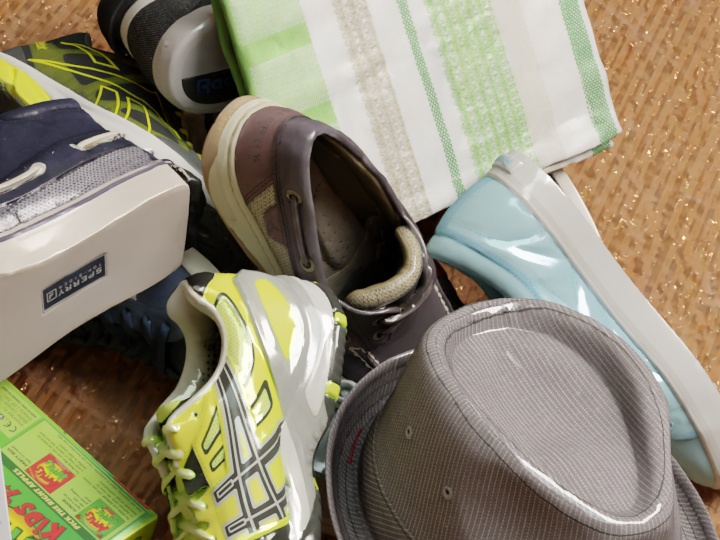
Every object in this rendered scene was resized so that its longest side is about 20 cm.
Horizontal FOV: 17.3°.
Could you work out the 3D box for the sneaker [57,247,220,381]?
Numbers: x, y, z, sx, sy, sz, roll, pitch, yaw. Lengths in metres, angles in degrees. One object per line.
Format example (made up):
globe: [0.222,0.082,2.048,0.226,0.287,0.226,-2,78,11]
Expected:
sneaker: [-0.134,0.012,1.106,0.200,0.075,0.084,35,52,23]

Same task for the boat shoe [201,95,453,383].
boat shoe: [0.000,0.000,1.091,0.065,0.200,0.072,15,58,46]

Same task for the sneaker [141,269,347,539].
sneaker: [-0.060,0.095,1.016,0.076,0.075,0.201,16,65,-25]

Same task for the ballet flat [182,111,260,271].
ballet flat: [-0.052,-0.028,1.178,0.071,0.072,0.200,-5,51,-26]

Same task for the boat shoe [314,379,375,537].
boat shoe: [0.037,0.084,1.103,0.201,0.065,0.075,10,44,-12]

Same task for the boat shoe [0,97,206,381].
boat shoe: [-0.170,-0.008,1.029,0.200,0.075,0.093,-27,51,-37]

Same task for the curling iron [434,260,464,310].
curling iron: [0.030,0.006,1.200,0.200,0.026,0.050,60,13,27]

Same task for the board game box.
board game box: [-0.196,0.081,1.026,0.200,0.048,0.101,40,47,18]

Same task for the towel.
towel: [0.028,-0.102,1.162,0.199,0.031,0.150,-22,100,-27]

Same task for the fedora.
fedora: [0.078,0.086,1.008,0.176,0.090,0.200,-7,48,-23]

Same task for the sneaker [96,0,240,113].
sneaker: [-0.039,-0.141,1.204,0.199,0.073,0.112,-9,38,-36]

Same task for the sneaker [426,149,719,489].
sneaker: [0.106,0.041,1.162,0.082,0.074,0.200,-40,95,-5]

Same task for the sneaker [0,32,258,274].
sneaker: [-0.110,-0.066,1.163,0.200,0.075,0.085,34,48,26]

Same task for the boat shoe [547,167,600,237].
boat shoe: [0.064,-0.052,1.247,0.059,0.072,0.200,-26,66,-14]

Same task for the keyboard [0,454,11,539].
keyboard: [-0.186,0.053,1.014,0.056,0.011,0.200,2,47,-20]
